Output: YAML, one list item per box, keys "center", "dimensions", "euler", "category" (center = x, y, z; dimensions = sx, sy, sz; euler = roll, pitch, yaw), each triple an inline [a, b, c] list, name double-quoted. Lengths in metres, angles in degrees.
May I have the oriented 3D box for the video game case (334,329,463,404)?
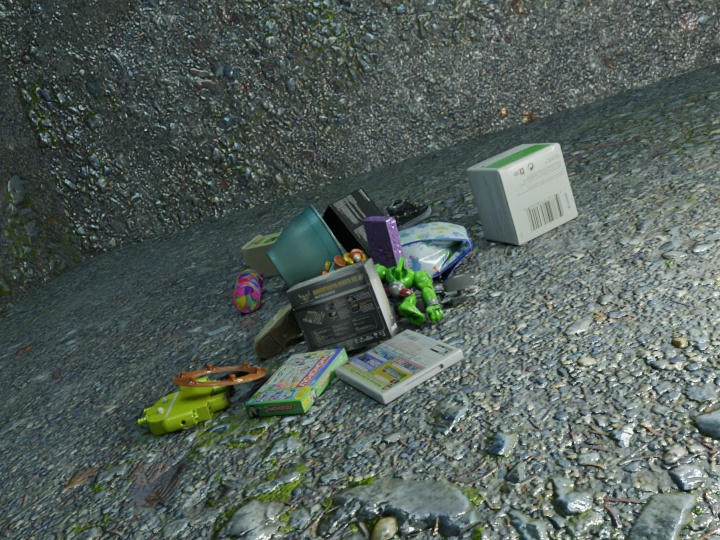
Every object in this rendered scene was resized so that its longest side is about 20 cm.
- center: [0.068, 0.175, 1.386]
  dimensions: [0.179, 0.023, 0.199]
  euler: [-26, 18, -22]
  category: "video game case"

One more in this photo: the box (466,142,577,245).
- center: [0.413, -0.200, 1.901]
  dimensions: [0.195, 0.205, 0.171]
  euler: [-24, 14, -17]
  category: "box"

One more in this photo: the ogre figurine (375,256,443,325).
- center: [0.081, 0.045, 1.569]
  dimensions: [0.195, 0.099, 0.122]
  euler: [-6, 50, 26]
  category: "ogre figurine"

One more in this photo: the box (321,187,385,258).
- center: [0.005, -0.117, 2.096]
  dimensions: [0.140, 0.201, 0.079]
  euler: [-30, -14, -35]
  category: "box"

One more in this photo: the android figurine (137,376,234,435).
- center: [-0.358, 0.277, 1.515]
  dimensions: [0.194, 0.042, 0.183]
  euler: [-16, 16, 5]
  category: "android figurine"

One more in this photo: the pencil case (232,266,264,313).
- center: [-0.323, 0.055, 2.137]
  dimensions: [0.086, 0.091, 0.201]
  euler: [-18, 17, 1]
  category: "pencil case"

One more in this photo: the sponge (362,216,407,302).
- center: [0.064, -0.025, 1.724]
  dimensions: [0.029, 0.205, 0.111]
  euler: [-23, 16, -27]
  category: "sponge"

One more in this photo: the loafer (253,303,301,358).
- center: [-0.173, 0.123, 1.715]
  dimensions: [0.198, 0.077, 0.068]
  euler: [-35, 22, -22]
  category: "loafer"

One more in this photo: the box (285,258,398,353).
- center: [-0.039, 0.083, 1.526]
  dimensions: [0.196, 0.162, 0.048]
  euler: [-19, 9, 25]
  category: "box"

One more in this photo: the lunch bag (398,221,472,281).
- center: [0.174, -0.050, 1.817]
  dimensions: [0.195, 0.130, 0.171]
  euler: [-20, 15, 8]
  category: "lunch bag"

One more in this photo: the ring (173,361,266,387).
- center: [-0.295, 0.217, 1.559]
  dimensions: [0.194, 0.020, 0.200]
  euler: [-3, 2, 0]
  category: "ring"

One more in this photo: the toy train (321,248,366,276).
- center: [0.000, 0.000, 1.817]
  dimensions: [0.197, 0.057, 0.150]
  euler: [-18, 48, -40]
  category: "toy train"

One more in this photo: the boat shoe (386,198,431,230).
- center: [0.160, -0.198, 2.396]
  dimensions: [0.070, 0.093, 0.199]
  euler: [-4, 21, 41]
  category: "boat shoe"

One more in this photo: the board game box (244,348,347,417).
- center: [-0.122, 0.218, 1.452]
  dimensions: [0.131, 0.030, 0.200]
  euler: [-12, 17, 28]
  category: "board game box"

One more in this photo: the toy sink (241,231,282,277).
- center: [-0.309, -0.051, 2.413]
  dimensions: [0.195, 0.115, 0.130]
  euler: [-11, 17, 26]
  category: "toy sink"

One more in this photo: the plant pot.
- center: [-0.164, -0.052, 2.123]
  dimensions: [0.186, 0.203, 0.200]
  euler: [-34, 17, -5]
  category: "plant pot"

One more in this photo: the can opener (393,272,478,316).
- center: [0.162, 0.048, 1.614]
  dimensions: [0.195, 0.069, 0.053]
  euler: [-12, 16, 23]
  category: "can opener"
